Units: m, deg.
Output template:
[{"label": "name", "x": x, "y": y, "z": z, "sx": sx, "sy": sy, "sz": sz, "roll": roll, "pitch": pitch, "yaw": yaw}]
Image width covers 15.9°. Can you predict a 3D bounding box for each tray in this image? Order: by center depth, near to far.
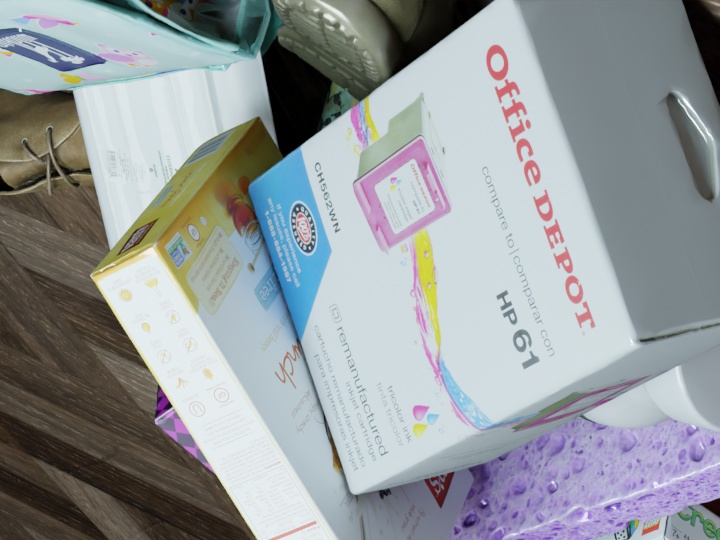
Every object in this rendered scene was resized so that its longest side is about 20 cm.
[{"label": "tray", "x": -0.089, "y": -0.052, "z": 1.212, "sx": 0.107, "sy": 0.022, "sz": 0.200, "roll": 10, "pitch": 131, "yaw": 24}]

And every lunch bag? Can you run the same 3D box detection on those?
[{"label": "lunch bag", "x": -0.142, "y": -0.154, "z": 1.051, "sx": 0.170, "sy": 0.122, "sz": 0.200, "roll": -5, "pitch": 126, "yaw": 48}]

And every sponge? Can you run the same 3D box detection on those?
[{"label": "sponge", "x": 0.082, "y": 0.080, "z": 1.208, "sx": 0.200, "sy": 0.112, "sz": 0.030, "roll": -21, "pitch": 140, "yaw": 19}]

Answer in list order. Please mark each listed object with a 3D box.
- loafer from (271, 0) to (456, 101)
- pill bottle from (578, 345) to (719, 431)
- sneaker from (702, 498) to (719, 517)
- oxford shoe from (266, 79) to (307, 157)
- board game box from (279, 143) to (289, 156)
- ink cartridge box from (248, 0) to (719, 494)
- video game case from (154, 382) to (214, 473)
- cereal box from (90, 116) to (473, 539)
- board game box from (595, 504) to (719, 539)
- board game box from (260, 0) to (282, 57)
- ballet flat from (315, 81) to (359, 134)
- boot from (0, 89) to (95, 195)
[{"label": "loafer", "x": 0.009, "y": -0.109, "z": 1.081, "sx": 0.076, "sy": 0.067, "sz": 0.200, "roll": 37, "pitch": 178, "yaw": 1}, {"label": "pill bottle", "x": 0.097, "y": 0.005, "z": 1.139, "sx": 0.200, "sy": 0.116, "sz": 0.116, "roll": 14, "pitch": 154, "yaw": 46}, {"label": "sneaker", "x": 0.192, "y": 0.100, "z": 1.286, "sx": 0.115, "sy": 0.078, "sz": 0.200, "roll": 34, "pitch": 161, "yaw": -5}, {"label": "oxford shoe", "x": -0.042, "y": -0.016, "z": 1.323, "sx": 0.084, "sy": 0.073, "sz": 0.200, "roll": -9, "pitch": 113, "yaw": 51}, {"label": "board game box", "x": -0.016, "y": 0.004, "z": 1.412, "sx": 0.158, "sy": 0.039, "sz": 0.200, "roll": -9, "pitch": 113, "yaw": 54}, {"label": "ink cartridge box", "x": 0.056, "y": -0.012, "z": 1.021, "sx": 0.200, "sy": 0.085, "sz": 0.145, "roll": -33, "pitch": 73, "yaw": 50}, {"label": "video game case", "x": -0.038, "y": 0.084, "z": 1.528, "sx": 0.036, "sy": 0.181, "sz": 0.200, "roll": -36, "pitch": 118, "yaw": 23}, {"label": "cereal box", "x": -0.027, "y": 0.049, "z": 1.103, "sx": 0.039, "sy": 0.144, "sz": 0.200, "roll": -25, "pitch": 106, "yaw": 25}, {"label": "board game box", "x": 0.177, "y": 0.185, "z": 1.278, "sx": 0.200, "sy": 0.035, "sz": 0.126, "roll": 35, "pitch": 140, "yaw": -25}, {"label": "board game box", "x": -0.142, "y": -0.165, "z": 1.225, "sx": 0.200, "sy": 0.045, "sz": 0.152, "roll": 38, "pitch": 162, "yaw": -18}, {"label": "ballet flat", "x": 0.000, "y": 0.000, "z": 1.262, "sx": 0.074, "sy": 0.074, "sz": 0.200, "roll": 17, "pitch": 133, "yaw": 43}, {"label": "boot", "x": -0.137, "y": -0.058, "z": 1.291, "sx": 0.200, "sy": 0.075, "sz": 0.074, "roll": 9, "pitch": 128, "yaw": 48}]
